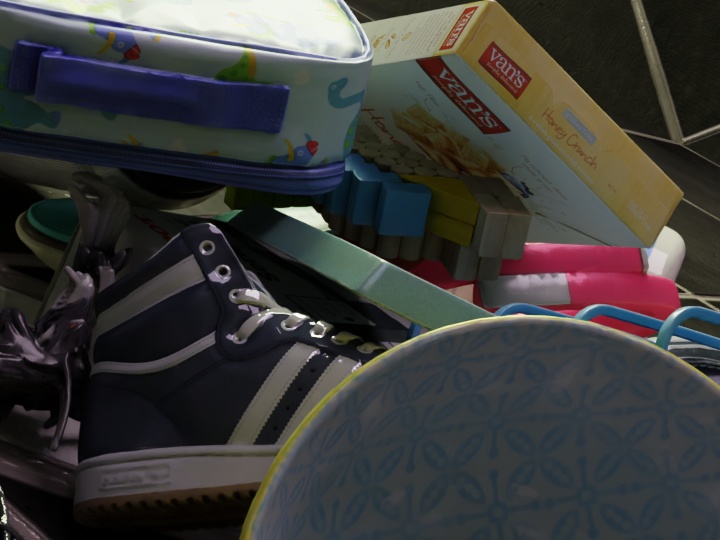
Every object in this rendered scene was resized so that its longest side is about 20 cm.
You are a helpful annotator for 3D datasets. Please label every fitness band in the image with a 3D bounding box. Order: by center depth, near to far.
[{"bbox_3d":[0.085,0.022,1.005,0.199,0.038,0.144,0,-17,-23],"label":"fitness band"}]

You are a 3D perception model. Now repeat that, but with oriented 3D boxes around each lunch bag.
[{"bbox_3d":[-0.101,-0.097,0.792,0.199,0.083,0.161,7,21,-17],"label":"lunch bag"}]

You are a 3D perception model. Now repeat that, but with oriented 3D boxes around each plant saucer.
[{"bbox_3d":[0.000,0.000,0.740,0.070,0.019,0.200,26,0,-20],"label":"plant saucer"}]

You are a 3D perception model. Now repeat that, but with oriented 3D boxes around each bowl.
[{"bbox_3d":[0.045,0.124,0.569,0.200,0.201,0.108,24,-23,-7],"label":"bowl"}]

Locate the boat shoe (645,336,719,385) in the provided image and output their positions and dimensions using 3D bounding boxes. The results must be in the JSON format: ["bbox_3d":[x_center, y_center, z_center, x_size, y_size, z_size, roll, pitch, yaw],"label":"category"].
[{"bbox_3d":[0.221,0.087,0.877,0.200,0.071,0.091,24,-9,-22],"label":"boat shoe"}]

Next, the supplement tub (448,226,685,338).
[{"bbox_3d":[0.098,-0.008,1.153,0.200,0.132,0.132,28,14,4],"label":"supplement tub"}]

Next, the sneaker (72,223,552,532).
[{"bbox_3d":[-0.012,0.037,0.668,0.199,0.109,0.070,-5,-21,7],"label":"sneaker"}]

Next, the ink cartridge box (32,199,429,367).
[{"bbox_3d":[-0.033,0.043,0.832,0.147,0.083,0.200,36,17,37],"label":"ink cartridge box"}]

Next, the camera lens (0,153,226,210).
[{"bbox_3d":[-0.152,-0.123,0.981,0.200,0.161,0.160,12,2,41],"label":"camera lens"}]

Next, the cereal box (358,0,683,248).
[{"bbox_3d":[0.051,-0.069,0.891,0.144,0.040,0.200,41,-16,-23],"label":"cereal box"}]

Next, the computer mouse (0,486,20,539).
[{"bbox_3d":[-0.187,0.064,0.547,0.200,0.053,0.138,16,18,-36],"label":"computer mouse"}]

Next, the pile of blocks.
[{"bbox_3d":[-0.011,-0.032,0.867,0.200,0.062,0.082,25,28,31],"label":"pile of blocks"}]

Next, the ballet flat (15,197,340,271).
[{"bbox_3d":[-0.088,0.001,0.921,0.199,0.070,0.069,0,26,-32],"label":"ballet flat"}]

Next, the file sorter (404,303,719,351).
[{"bbox_3d":[0.121,0.082,0.723,0.139,0.123,0.200,17,-11,-40],"label":"file sorter"}]

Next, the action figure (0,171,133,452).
[{"bbox_3d":[-0.160,-0.001,0.737,0.200,0.102,0.119,32,12,35],"label":"action figure"}]
